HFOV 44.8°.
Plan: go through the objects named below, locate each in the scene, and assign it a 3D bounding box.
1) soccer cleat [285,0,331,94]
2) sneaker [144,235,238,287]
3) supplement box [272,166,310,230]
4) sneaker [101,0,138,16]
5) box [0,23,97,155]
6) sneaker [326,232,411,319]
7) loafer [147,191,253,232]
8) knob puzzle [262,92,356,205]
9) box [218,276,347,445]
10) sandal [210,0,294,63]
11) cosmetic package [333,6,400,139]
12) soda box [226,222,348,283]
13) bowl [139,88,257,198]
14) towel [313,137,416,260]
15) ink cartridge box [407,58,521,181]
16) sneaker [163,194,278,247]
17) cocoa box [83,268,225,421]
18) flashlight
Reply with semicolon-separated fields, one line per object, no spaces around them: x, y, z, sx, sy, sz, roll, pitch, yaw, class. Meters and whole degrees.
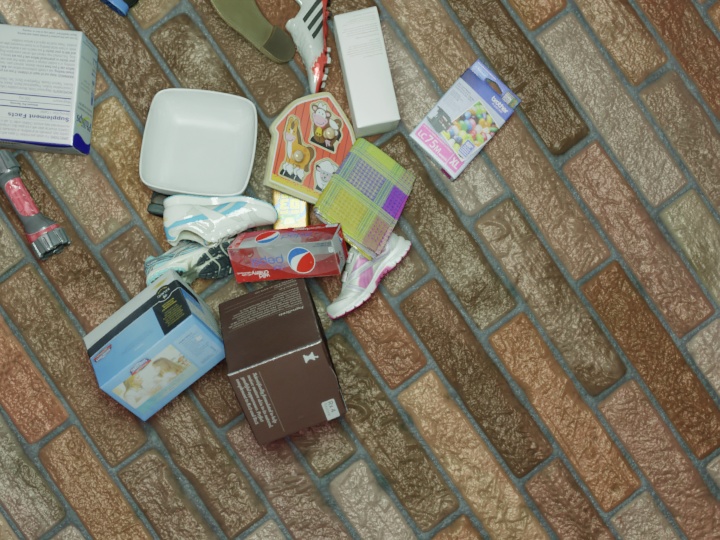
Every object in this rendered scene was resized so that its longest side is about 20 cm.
-0.096;-0.418;1.583;0.083;0.069;0.205;3;84;-7;soccer cleat
-0.296;-0.029;1.561;0.197;0.079;0.087;-22;50;-17;sneaker
-0.124;-0.136;1.575;0.065;0.069;0.205;-2;90;0;supplement box
-0.482;-0.551;1.580;0.199;0.070;0.078;38;83;-6;sneaker
-0.575;-0.318;1.547;0.179;0.105;0.205;5;87;-2;box
0.000;0.000;1.573;0.088;0.081;0.201;41;79;1;sneaker
-0.283;-0.113;1.570;0.195;0.072;0.064;12;82;1;loafer
-0.074;-0.221;1.546;0.216;0.030;0.225;2;87;-36;knob puzzle
-0.134;0.145;1.472;0.161;0.201;0.168;-19;124;-2;box
-0.213;-0.454;1.586;0.211;0.069;0.078;43;71;-22;sandal
0.009;-0.351;1.566;0.083;0.108;0.205;-13;90;-3;cosmetic package
-0.124;-0.030;1.501;0.195;0.064;0.071;-4;120;18;soda box
-0.282;-0.214;1.551;0.195;0.075;0.204;6;70;-2;bowl
0.009;-0.131;1.550;0.142;0.023;0.202;35;57;-11;towel
0.194;-0.280;1.604;0.119;0.042;0.201;42;86;0;ink cartridge box
-0.238;-0.082;1.497;0.195;0.077;0.083;-1;77;-9;sneaker
-0.348;0.129;1.497;0.199;0.134;0.132;-38;47;0;cocoa box
-0.596;-0.120;1.559;0.067;0.068;0.203;-30;90;-1;flashlight
